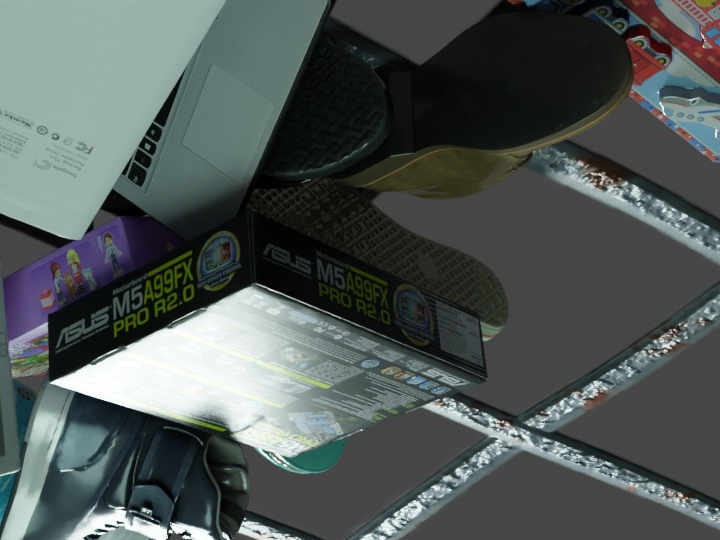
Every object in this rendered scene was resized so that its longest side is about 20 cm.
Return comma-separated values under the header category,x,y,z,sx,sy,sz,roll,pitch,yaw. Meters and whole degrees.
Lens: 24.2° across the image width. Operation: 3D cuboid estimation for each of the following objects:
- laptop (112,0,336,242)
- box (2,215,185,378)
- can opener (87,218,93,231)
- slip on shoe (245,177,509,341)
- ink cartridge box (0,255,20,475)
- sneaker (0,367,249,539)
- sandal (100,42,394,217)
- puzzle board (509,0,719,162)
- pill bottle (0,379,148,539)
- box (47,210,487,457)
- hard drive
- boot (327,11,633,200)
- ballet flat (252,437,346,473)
category,x,y,z,sx,sy,sz,roll,pitch,yaw
laptop,-0.147,-0.096,0.821,0.199,0.116,0.188,35,133,7
box,-0.161,0.019,1.015,0.199,0.039,0.136,-25,168,34
can opener,-0.215,-0.086,0.934,0.199,0.079,0.064,30,98,-34
slip on shoe,0.000,0.000,0.999,0.199,0.075,0.061,26,135,-33
ink cartridge box,-0.274,0.034,0.993,0.057,0.164,0.199,-9,-173,-37
sneaker,-0.152,0.160,1.075,0.145,0.077,0.203,20,128,-5
sandal,-0.063,-0.073,0.919,0.199,0.076,0.048,-10,161,32
puzzle board,0.177,-0.135,0.843,0.199,0.018,0.150,31,136,-31
pill bottle,-0.239,0.143,1.185,0.110,0.112,0.200,-26,133,35
box,-0.050,0.043,0.946,0.159,0.045,0.199,-25,148,34
hard drive,-0.152,-0.106,0.785,0.131,0.027,0.200,22,132,-20
boot,0.071,-0.081,0.885,0.075,0.074,0.199,22,155,-40
ballet flat,-0.077,0.080,1.119,0.070,0.068,0.200,19,168,32
